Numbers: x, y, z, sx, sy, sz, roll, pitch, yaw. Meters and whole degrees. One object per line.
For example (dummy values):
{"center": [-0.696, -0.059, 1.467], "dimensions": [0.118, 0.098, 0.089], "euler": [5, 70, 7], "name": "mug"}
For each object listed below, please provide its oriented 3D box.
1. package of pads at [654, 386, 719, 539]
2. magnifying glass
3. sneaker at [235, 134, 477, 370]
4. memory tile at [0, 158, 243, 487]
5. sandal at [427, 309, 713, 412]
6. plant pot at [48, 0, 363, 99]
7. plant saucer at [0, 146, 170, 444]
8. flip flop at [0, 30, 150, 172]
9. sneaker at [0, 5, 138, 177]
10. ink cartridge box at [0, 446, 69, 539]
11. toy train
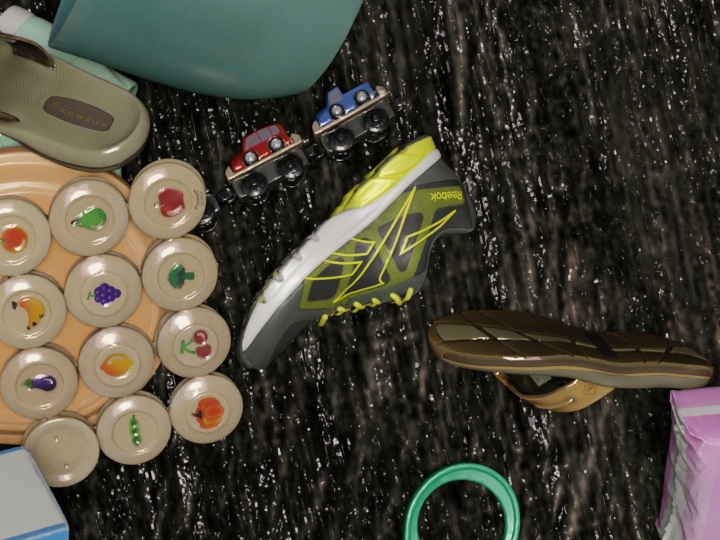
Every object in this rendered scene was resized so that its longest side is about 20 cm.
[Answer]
{"center": [0.304, 0.139, 0.963], "dimensions": [0.199, 0.076, 0.121], "euler": [-3, 120, -6], "name": "package of pads"}
{"center": [0.043, 0.225, 0.978], "dimensions": [0.079, 0.022, 0.200], "euler": [29, 84, -5], "name": "magnifying glass"}
{"center": [0.000, 0.000, 0.951], "dimensions": [0.085, 0.074, 0.200], "euler": [44, 84, -4], "name": "sneaker"}
{"center": [-0.160, 0.036, 0.908], "dimensions": [0.153, 0.017, 0.201], "euler": [-13, 112, -13], "name": "memory tile"}
{"center": [0.143, 0.070, 0.973], "dimensions": [0.199, 0.080, 0.054], "euler": [8, 109, -10], "name": "sandal"}
{"center": [-0.084, -0.200, 0.894], "dimensions": [0.161, 0.201, 0.201], "euler": [23, 86, -18], "name": "plant pot"}
{"center": [-0.215, 0.021, 0.912], "dimensions": [0.200, 0.032, 0.201], "euler": [-5, 110, -15], "name": "plant saucer"}
{"center": [-0.226, -0.116, 0.868], "dimensions": [0.199, 0.058, 0.081], "euler": [19, 65, 5], "name": "flip flop"}
{"center": [-0.224, -0.062, 0.925], "dimensions": [0.118, 0.074, 0.201], "euler": [28, 83, 2], "name": "sneaker"}
{"center": [-0.253, 0.222, 0.845], "dimensions": [0.144, 0.085, 0.201], "euler": [-13, 128, -29], "name": "ink cartridge box"}
{"center": [-0.063, -0.076, 0.969], "dimensions": [0.200, 0.034, 0.046], "euler": [-28, 79, -6], "name": "toy train"}
